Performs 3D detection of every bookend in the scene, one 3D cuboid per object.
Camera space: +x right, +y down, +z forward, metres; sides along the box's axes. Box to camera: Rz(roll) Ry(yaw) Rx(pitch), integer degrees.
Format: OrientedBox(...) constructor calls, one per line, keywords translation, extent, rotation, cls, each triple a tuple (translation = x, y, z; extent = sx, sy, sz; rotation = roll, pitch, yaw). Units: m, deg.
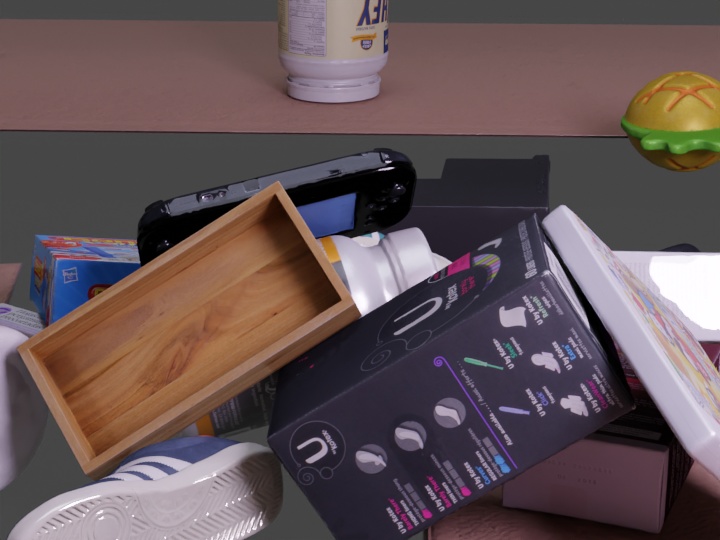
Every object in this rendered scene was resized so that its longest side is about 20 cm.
OrientedBox(translation=(0.071, -0.039, 1.564), extent=(0.199, 0.093, 0.199), rotation=(1, 17, 6), cls="bookend")

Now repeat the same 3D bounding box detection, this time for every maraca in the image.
OrientedBox(translation=(0.354, -0.157, 1.893), extent=(0.136, 0.108, 0.200), rotation=(-6, 18, 4), cls="maraca")

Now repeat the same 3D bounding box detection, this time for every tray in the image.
OrientedBox(translation=(-0.109, 0.039, 1.116), extent=(0.200, 0.099, 0.037), rotation=(-33, -19, -1), cls="tray")

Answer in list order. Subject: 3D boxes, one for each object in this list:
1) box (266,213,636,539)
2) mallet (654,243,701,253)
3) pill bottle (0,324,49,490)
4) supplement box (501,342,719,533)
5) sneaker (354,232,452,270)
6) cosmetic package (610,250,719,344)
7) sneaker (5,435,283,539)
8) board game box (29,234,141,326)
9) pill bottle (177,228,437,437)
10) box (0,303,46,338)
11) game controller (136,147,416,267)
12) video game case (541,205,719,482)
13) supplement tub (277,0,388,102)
OrientedBox(translation=(0.053, 0.072, 1.075), extent=(0.199, 0.106, 0.122), rotation=(-32, 14, 10), cls="box")
OrientedBox(translation=(0.330, 0.022, 1.479), extent=(0.199, 0.041, 0.066), rotation=(19, 29, 34), cls="mallet")
OrientedBox(translation=(-0.317, 0.076, 1.175), extent=(0.199, 0.117, 0.116), rotation=(12, 22, 31), cls="pill bottle")
OrientedBox(translation=(0.176, 0.103, 1.190), extent=(0.108, 0.061, 0.200), rotation=(8, 21, 21), cls="supplement box")
OrientedBox(translation=(0.000, -0.001, 1.407), extent=(0.199, 0.071, 0.093), rotation=(32, 17, 20), cls="sneaker")
OrientedBox(translation=(0.233, 0.027, 1.352), extent=(0.199, 0.074, 0.102), rotation=(2, -8, 3), cls="cosmetic package")
OrientedBox(translation=(-0.142, 0.148, 1.051), extent=(0.084, 0.075, 0.199), rotation=(8, 13, 44), cls="sneaker")
OrientedBox(translation=(-0.152, 0.013, 1.367), extent=(0.199, 0.056, 0.196), rotation=(3, 6, -16), cls="board game box")
OrientedBox(translation=(-0.044, 0.041, 1.206), extent=(0.199, 0.117, 0.116), rotation=(-16, 20, -6), cls="pill bottle")
OrientedBox(translation=(-0.216, 0.067, 1.326), extent=(0.199, 0.042, 0.039), rotation=(12, 21, 34), cls="box")
OrientedBox(translation=(-0.058, -0.036, 1.218), extent=(0.199, 0.104, 0.042), rotation=(-14, 60, -8), cls="game controller")
OrientedBox(translation=(0.200, 0.068, 1.066), extent=(0.182, 0.023, 0.200), rotation=(39, 17, -45), cls="video game case")
OrientedBox(translation=(-0.035, -0.328, 2.252), extent=(0.144, 0.201, 0.145), rotation=(0, 18, 0), cls="supplement tub")
